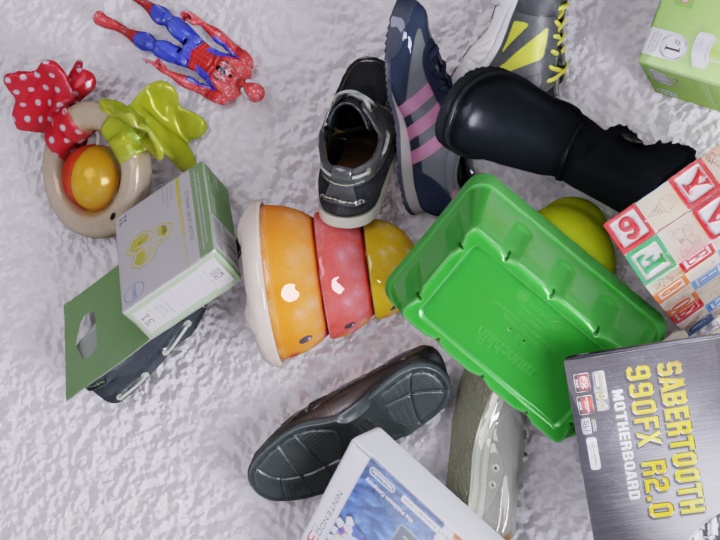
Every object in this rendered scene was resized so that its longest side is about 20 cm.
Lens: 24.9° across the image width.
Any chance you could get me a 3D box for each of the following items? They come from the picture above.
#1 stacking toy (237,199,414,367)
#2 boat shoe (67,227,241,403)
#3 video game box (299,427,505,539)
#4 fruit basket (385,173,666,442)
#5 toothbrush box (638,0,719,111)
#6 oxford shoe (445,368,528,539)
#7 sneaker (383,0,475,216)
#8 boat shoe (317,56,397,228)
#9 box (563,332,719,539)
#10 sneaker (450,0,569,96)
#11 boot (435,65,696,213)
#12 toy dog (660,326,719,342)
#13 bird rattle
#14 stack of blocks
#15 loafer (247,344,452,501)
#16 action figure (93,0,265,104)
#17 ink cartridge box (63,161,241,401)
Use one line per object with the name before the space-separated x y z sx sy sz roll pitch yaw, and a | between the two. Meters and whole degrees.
stacking toy | 0.000 0.000 1.405 0.199 0.146 0.147 -8 75 3
boat shoe | -0.177 0.038 1.487 0.200 0.060 0.076 -41 33 5
video game box | 0.036 0.260 1.324 0.200 0.047 0.183 40 123 24
fruit basket | 0.139 0.019 1.311 0.216 0.215 0.156 47 108 23
toothbrush box | 0.348 -0.196 1.325 0.199 0.086 0.146 19 85 24
oxford shoe | 0.113 0.137 1.359 0.057 0.075 0.201 15 72 -18
sneaker | 0.071 -0.138 1.383 0.082 0.201 0.070 4 35 22
boat shoe | 0.001 -0.127 1.414 0.071 0.068 0.201 -1 44 12
box | 0.241 0.149 1.168 0.158 0.048 0.201 -9 89 17
sneaker | 0.151 -0.196 1.397 0.085 0.074 0.200 39 120 11
boot | 0.176 -0.093 1.298 0.168 0.200 0.077 30 105 36
toy dog | 0.276 0.165 1.247 0.194 0.139 0.200 -47 66 20
bird rattle | -0.256 -0.113 1.532 0.199 0.113 0.164 10 99 25
stack of blocks | 0.268 -0.021 1.253 0.115 0.200 0.059 -35 68 8
loafer | -0.008 0.132 1.409 0.199 0.063 0.072 -31 111 13
action figure | -0.168 -0.211 1.547 0.200 0.052 0.066 33 87 21
ink cartridge box | -0.200 0.008 1.448 0.200 0.048 0.146 -33 35 13
